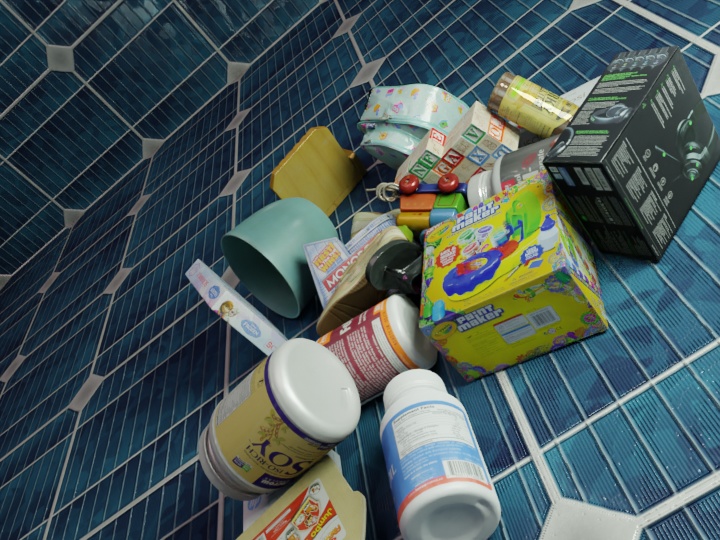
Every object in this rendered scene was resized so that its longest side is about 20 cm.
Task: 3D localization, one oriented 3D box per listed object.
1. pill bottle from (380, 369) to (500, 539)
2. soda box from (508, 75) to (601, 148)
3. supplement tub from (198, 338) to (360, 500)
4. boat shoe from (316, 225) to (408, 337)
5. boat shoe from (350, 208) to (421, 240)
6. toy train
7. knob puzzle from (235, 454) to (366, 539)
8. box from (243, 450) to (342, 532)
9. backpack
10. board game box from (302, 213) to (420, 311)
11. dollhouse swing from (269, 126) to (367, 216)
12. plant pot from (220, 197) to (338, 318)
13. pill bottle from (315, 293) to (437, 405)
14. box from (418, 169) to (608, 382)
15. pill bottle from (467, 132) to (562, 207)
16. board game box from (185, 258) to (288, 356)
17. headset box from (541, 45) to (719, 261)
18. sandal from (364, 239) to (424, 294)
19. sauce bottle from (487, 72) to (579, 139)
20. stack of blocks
[{"bbox_3d":[0.082,0.212,0.810,0.112,0.112,0.201,-36,30,14],"label":"pill bottle"},{"bbox_3d":[0.313,-0.229,1.107,0.198,0.064,0.069,-22,28,33],"label":"soda box"},{"bbox_3d":[-0.111,0.202,0.929,0.200,0.145,0.146,-43,27,28],"label":"supplement tub"},{"bbox_3d":[0.004,0.022,1.055,0.200,0.071,0.065,-48,30,14],"label":"boat shoe"},{"bbox_3d":[0.057,-0.064,1.229,0.199,0.074,0.067,0,67,50],"label":"boat shoe"},{"bbox_3d":[0.073,-0.082,1.101,0.198,0.085,0.117,3,55,35],"label":"toy train"},{"bbox_3d":[-0.063,0.342,0.830,0.218,0.031,0.221,-29,32,20],"label":"knob puzzle"},{"bbox_3d":[-0.086,0.349,0.920,0.155,0.041,0.201,-36,30,14],"label":"box"},{"bbox_3d":[0.107,-0.261,1.302,0.198,0.175,0.155,0,68,49],"label":"backpack"},{"bbox_3d":[0.000,0.000,1.141,0.200,0.062,0.201,-41,57,6],"label":"board game box"},{"bbox_3d":[-0.120,-0.206,1.507,0.201,0.176,0.181,-49,31,-6],"label":"dollhouse swing"},{"bbox_3d":[-0.135,-0.039,1.314,0.161,0.202,0.199,-45,28,-25],"label":"plant pot"},{"bbox_3d":[0.001,0.128,1.008,0.199,0.114,0.115,-31,32,21],"label":"pill bottle"},{"bbox_3d":[0.193,0.007,0.915,0.198,0.122,0.194,-27,33,28],"label":"box"},{"bbox_3d":[0.258,-0.127,1.009,0.198,0.111,0.112,-16,40,40],"label":"pill bottle"},{"bbox_3d":[-0.206,0.080,1.238,0.041,0.200,0.199,-48,29,-6],"label":"board game box"},{"bbox_3d":[0.344,-0.147,0.863,0.201,0.174,0.092,-54,32,-14],"label":"headset box"},{"bbox_3d":[0.084,0.003,0.997,0.048,0.199,0.076,31,104,38],"label":"sandal"},{"bbox_3d":[0.287,-0.225,1.036,0.065,0.198,0.065,-56,-12,-19],"label":"sauce bottle"},{"bbox_3d":[0.149,-0.175,1.127,0.200,0.114,0.059,-47,19,48],"label":"stack of blocks"}]
